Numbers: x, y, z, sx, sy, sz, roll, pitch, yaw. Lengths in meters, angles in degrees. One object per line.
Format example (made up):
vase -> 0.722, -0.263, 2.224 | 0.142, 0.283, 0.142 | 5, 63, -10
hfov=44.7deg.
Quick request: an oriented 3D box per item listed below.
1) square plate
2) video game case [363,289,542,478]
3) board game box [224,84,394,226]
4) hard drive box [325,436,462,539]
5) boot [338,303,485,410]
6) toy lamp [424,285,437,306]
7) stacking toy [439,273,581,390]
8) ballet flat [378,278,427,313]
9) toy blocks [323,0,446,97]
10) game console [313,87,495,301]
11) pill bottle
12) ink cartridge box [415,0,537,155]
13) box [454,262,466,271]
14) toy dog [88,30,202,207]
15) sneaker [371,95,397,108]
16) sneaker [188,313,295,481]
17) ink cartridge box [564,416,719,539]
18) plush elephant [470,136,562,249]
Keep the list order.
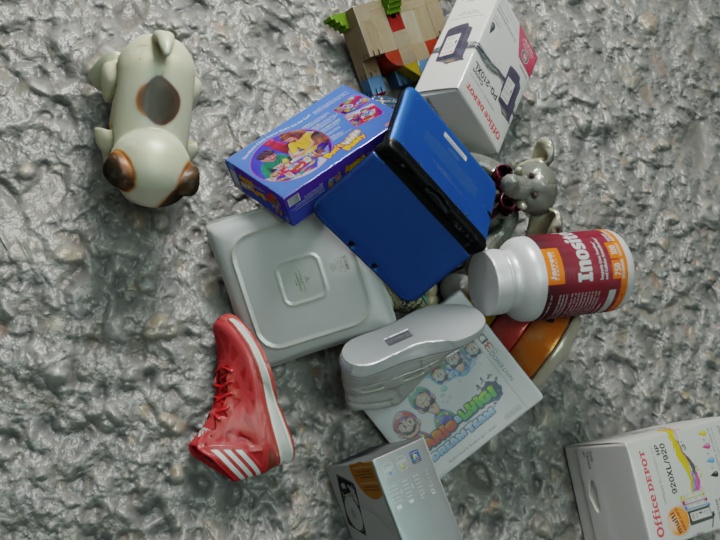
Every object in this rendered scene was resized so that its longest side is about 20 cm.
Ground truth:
square plate -> -0.074, 0.009, 1.102 | 0.197, 0.028, 0.201 | -17, 98, 2
video game case -> 0.109, 0.158, 1.161 | 0.200, 0.024, 0.182 | -38, 93, 4
board game box -> -0.051, -0.151, 1.111 | 0.200, 0.134, 0.045 | -36, 135, -21
hard drive box -> 0.050, 0.316, 1.069 | 0.077, 0.156, 0.201 | -19, 83, -27
boot -> 0.066, 0.113, 1.121 | 0.199, 0.096, 0.074 | -16, 43, -16
toy lamp -> 0.098, 0.075, 1.198 | 0.058, 0.058, 0.201 | -4, 93, -25
stacking toy -> 0.195, 0.072, 1.236 | 0.200, 0.146, 0.146 | 35, 63, 7
ballet flat -> 0.000, 0.000, 1.144 | 0.200, 0.068, 0.075 | 49, 61, -7
toy blocks -> 0.060, -0.336, 1.307 | 0.199, 0.100, 0.137 | -24, 97, -28
game console -> 0.062, -0.093, 1.098 | 0.200, 0.118, 0.171 | 44, 45, -30
pill bottle -> 0.250, 0.008, 1.158 | 0.199, 0.113, 0.114 | -6, 78, -20
ink cartridge box -> 0.174, -0.290, 1.307 | 0.145, 0.084, 0.201 | 47, 57, -40
box -> 0.076, -0.091, 1.265 | 0.110, 0.035, 0.201 | -7, 78, -26
toy dog -> -0.246, -0.169, 1.063 | 0.139, 0.194, 0.201 | 12, 64, -33
sneaker -> 0.044, -0.159, 1.209 | 0.077, 0.085, 0.201 | 5, 50, -28
sneaker -> -0.164, 0.160, 1.064 | 0.115, 0.078, 0.201 | -21, 83, -29
ink cartridge box -> 0.423, 0.300, 1.244 | 0.199, 0.145, 0.148 | -7, 79, -25
plush elephant -> 0.205, -0.104, 1.230 | 0.199, 0.155, 0.166 | -1, 74, -41
